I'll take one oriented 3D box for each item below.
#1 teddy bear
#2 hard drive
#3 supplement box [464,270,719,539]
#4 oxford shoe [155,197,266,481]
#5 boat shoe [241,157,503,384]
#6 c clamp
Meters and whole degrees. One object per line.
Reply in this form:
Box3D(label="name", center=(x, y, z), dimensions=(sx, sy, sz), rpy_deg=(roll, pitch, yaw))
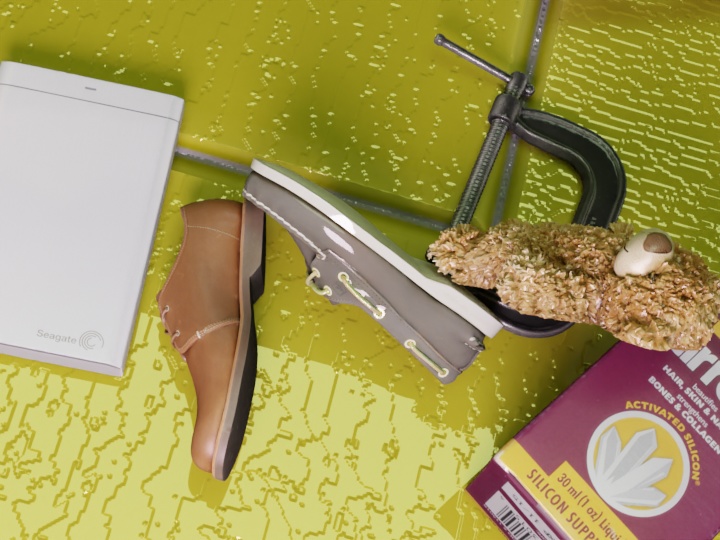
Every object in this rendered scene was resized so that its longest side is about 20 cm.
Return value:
Box3D(label="teddy bear", center=(0.135, -0.006, 0.858), dimensions=(0.144, 0.200, 0.067), rpy_deg=(5, 100, -25))
Box3D(label="hard drive", center=(-0.204, -0.038, 0.923), dimensions=(0.131, 0.027, 0.202), rpy_deg=(11, 69, -4))
Box3D(label="supplement box", center=(0.187, 0.118, 0.882), dimensions=(0.200, 0.103, 0.131), rpy_deg=(-40, 78, -20))
Box3D(label="oxford shoe", center=(-0.100, 0.043, 0.891), dimensions=(0.071, 0.072, 0.201), rpy_deg=(2, 59, -3))
Box3D(label="boat shoe", center=(0.000, 0.001, 0.897), dimensions=(0.201, 0.072, 0.060), rpy_deg=(35, 98, -12))
Box3D(label="c clamp", center=(0.105, -0.055, 0.979), dimensions=(0.170, 0.027, 0.201), rpy_deg=(20, 67, -6))
